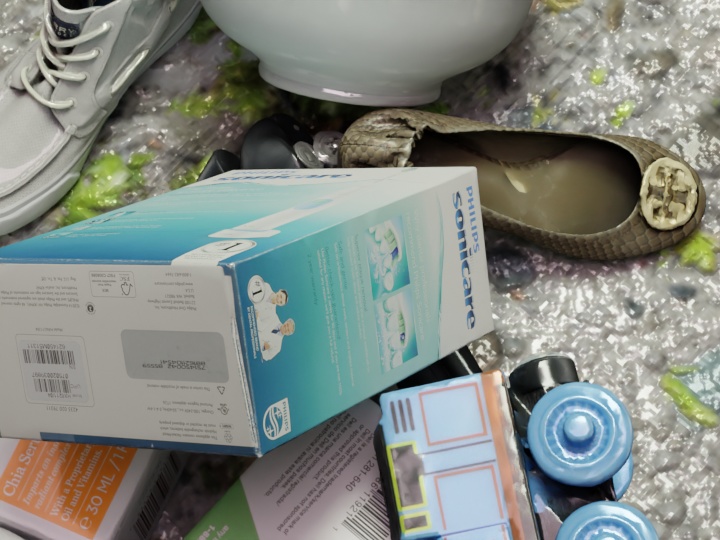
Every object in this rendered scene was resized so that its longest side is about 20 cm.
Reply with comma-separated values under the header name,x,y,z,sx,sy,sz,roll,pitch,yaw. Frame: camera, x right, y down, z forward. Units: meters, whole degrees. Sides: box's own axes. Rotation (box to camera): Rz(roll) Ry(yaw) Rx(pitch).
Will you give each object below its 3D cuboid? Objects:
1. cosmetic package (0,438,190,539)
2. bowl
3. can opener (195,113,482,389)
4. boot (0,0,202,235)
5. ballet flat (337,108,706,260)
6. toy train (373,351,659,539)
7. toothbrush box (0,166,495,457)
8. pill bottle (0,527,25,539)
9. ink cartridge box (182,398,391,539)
name,x,y,z,sx,sy,sz,roll,pitch,yaw
cosmetic package,-0.189,0.071,0.989,0.200,0.071,0.102,21,71,10
bowl,-0.001,-0.139,1.026,0.201,0.201,0.091,10,108,6
can opener,0.000,0.000,1.024,0.200,0.079,0.063,48,39,14
boot,-0.157,-0.114,1.045,0.074,0.096,0.200,32,73,13
ballet flat,0.087,-0.048,1.011,0.200,0.046,0.067,10,80,-14
toy train,0.074,0.135,0.862,0.114,0.087,0.200,-12,70,4
toothbrush box,-0.052,0.011,0.900,0.146,0.200,0.085,1,105,32
pill bottle,-0.190,0.224,0.912,0.104,0.104,0.200,31,74,13
ink cartridge box,0.017,0.172,0.935,0.200,0.084,0.145,39,74,15
